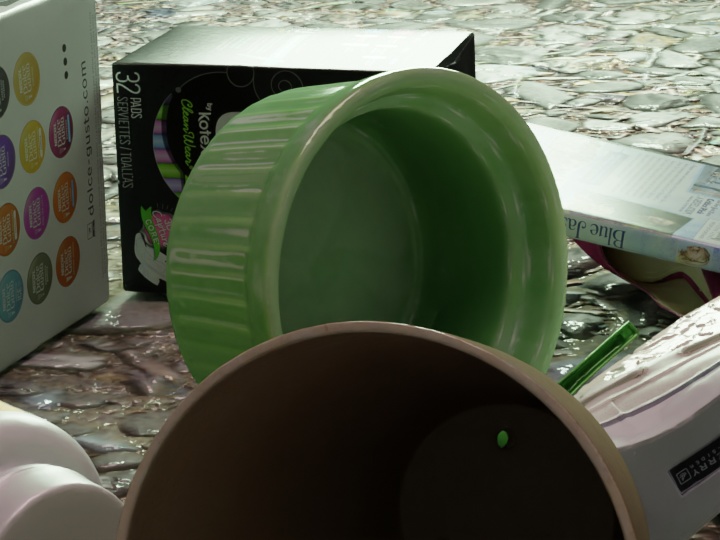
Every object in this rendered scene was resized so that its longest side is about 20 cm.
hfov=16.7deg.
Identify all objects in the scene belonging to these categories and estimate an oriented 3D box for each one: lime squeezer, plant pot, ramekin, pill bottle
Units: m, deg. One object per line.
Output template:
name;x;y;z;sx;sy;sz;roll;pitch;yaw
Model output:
lime squeezer;0.072;0.074;1.158;0.038;0.071;0.200;35;28;12
plant pot;0.033;0.105;0.913;0.187;0.188;0.200;3;4;18
ramekin;0.000;0.000;1.203;0.200;0.200;0.098;-17;15;-40
pill bottle;-0.181;0.101;1.026;0.109;0.110;0.200;-16;22;-39

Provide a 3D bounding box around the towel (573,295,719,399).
towel;0.222;0.029;1.204;0.200;0.032;0.191;-29;12;-31

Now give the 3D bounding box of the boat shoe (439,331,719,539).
boat shoe;0.117;0.078;1.059;0.200;0.071;0.070;-32;21;-5

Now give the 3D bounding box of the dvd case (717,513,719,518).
dvd case;0.270;0.074;1.125;0.200;0.025;0.150;-28;27;-28

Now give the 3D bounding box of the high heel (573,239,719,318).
high heel;0.169;-0.007;1.421;0.096;0.067;0.200;-3;26;-42

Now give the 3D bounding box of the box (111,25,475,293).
box;-0.036;-0.067;1.499;0.200;0.149;0.124;3;18;14

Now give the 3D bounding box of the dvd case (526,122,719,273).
dvd case;0.143;-0.045;1.399;0.200;0.018;0.143;14;22;17

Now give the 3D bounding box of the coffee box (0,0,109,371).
coffee box;-0.278;-0.055;1.400;0.200;0.200;0.198;5;18;21
